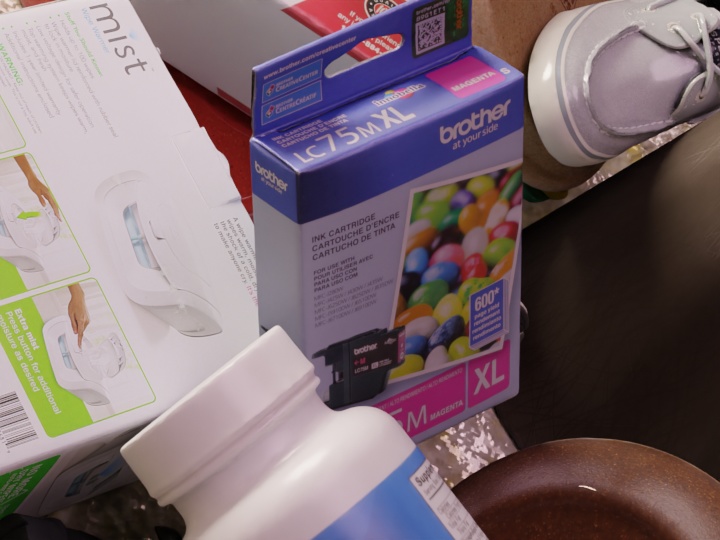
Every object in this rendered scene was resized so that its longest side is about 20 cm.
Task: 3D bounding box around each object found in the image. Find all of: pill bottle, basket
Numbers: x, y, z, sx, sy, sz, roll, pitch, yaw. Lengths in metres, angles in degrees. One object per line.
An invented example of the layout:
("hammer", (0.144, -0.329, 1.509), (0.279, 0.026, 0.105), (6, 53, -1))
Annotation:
("pill bottle", (-0.005, 0.126, 1.026), (0.200, 0.112, 0.112), (51, 49, -1))
("basket", (0.165, 0.012, 1.223), (0.136, 0.200, 0.181), (-21, 75, -38))

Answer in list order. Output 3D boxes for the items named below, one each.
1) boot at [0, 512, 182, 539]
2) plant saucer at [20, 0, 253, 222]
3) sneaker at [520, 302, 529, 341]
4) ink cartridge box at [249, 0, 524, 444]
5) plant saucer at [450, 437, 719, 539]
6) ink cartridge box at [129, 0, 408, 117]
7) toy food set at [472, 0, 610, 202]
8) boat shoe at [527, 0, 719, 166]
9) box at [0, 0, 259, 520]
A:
("boot", (-0.075, 0.193, 1.058), (0.162, 0.073, 0.199), (14, 57, -30))
("plant saucer", (-0.048, -0.101, 1.274), (0.199, 0.037, 0.200), (-17, 72, -38))
("sneaker", (0.000, 0.000, 1.175), (0.090, 0.200, 0.078), (37, 86, 31))
("ink cartridge box", (0.013, -0.012, 1.076), (0.119, 0.201, 0.042), (-24, 39, -29))
("plant saucer", (0.089, 0.167, 1.099), (0.037, 0.200, 0.201), (40, 29, -65))
("ink cartridge box", (-0.016, -0.170, 1.257), (0.144, 0.084, 0.200), (33, 51, -10))
("toy food set", (0.077, -0.132, 1.220), (0.200, 0.048, 0.199), (39, 53, -49))
("boat shoe", (0.147, -0.103, 1.209), (0.201, 0.071, 0.070), (-30, 104, -54))
("box", (-0.144, -0.005, 1.117), (0.176, 0.097, 0.200), (-19, 72, -38))
